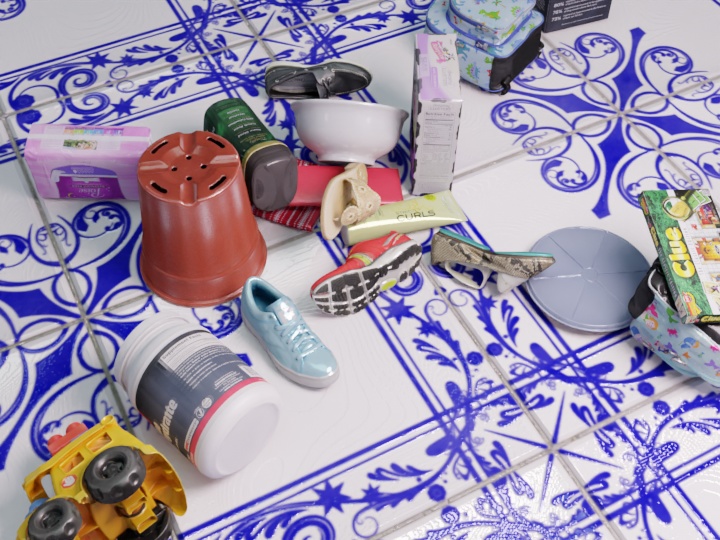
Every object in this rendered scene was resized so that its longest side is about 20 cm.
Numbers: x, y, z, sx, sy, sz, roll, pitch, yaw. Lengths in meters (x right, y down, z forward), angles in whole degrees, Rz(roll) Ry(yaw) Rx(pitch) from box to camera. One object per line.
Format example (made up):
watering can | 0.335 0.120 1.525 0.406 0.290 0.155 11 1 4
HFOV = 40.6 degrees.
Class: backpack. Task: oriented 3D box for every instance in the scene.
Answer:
backpack | 0.218 -0.444 1.780 0.198 0.148 0.183 26 52 23
backpack | 0.487 0.061 1.350 0.199 0.151 0.177 36 56 18

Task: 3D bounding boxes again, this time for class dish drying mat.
dish drying mat | -0.030 -0.135 1.581 0.197 0.018 0.078 0 58 -13

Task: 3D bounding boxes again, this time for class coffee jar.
coffee jar | -0.173 -0.183 1.538 0.084 0.105 0.200 -20 45 -25

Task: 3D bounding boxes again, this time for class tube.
tube | 0.065 -0.085 1.540 0.197 0.052 0.059 -12 89 -14

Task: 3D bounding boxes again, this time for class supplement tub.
supplement tub | -0.212 0.159 1.268 0.199 0.141 0.140 36 58 26

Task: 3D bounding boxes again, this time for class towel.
towel | -0.141 -0.143 1.603 0.198 0.023 0.145 18 53 14

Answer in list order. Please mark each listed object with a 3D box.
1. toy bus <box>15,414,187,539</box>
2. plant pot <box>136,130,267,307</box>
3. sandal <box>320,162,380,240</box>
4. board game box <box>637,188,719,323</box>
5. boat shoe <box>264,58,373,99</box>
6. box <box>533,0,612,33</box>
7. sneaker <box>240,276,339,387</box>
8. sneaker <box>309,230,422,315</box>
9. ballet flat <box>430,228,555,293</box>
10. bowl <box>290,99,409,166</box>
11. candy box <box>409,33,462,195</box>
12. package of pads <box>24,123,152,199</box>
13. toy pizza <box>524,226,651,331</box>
toy bus | -0.343 0.274 1.187 0.199 0.137 0.191 -37 46 -25
plant pot | -0.242 -0.085 1.438 0.197 0.197 0.203 1 50 -1
sandal | -0.001 -0.113 1.472 0.069 0.079 0.212 -1 26 15
board game box | 0.449 -0.023 1.303 0.103 0.024 0.202 -4 58 -10
boat shoe | -0.078 -0.331 1.728 0.196 0.075 0.067 6 52 5
box | 0.405 -0.576 1.857 0.146 0.201 0.105 -15 51 -13
sneaker | -0.106 0.083 1.371 0.074 0.083 0.199 -37 59 -27
sneaker | 0.000 0.000 1.461 0.198 0.078 0.085 -26 43 -29
ballet flat | 0.194 -0.007 1.459 0.198 0.076 0.068 14 7 27
bowl | -0.020 -0.220 1.595 0.198 0.201 0.092 4 92 3
candy box | 0.119 -0.253 1.581 0.070 0.201 0.169 1 49 0
package of pads | -0.424 -0.172 1.559 0.197 0.121 0.077 1 55 0
toy pizza | 0.344 0.015 1.468 0.197 0.032 0.202 0 51 0
